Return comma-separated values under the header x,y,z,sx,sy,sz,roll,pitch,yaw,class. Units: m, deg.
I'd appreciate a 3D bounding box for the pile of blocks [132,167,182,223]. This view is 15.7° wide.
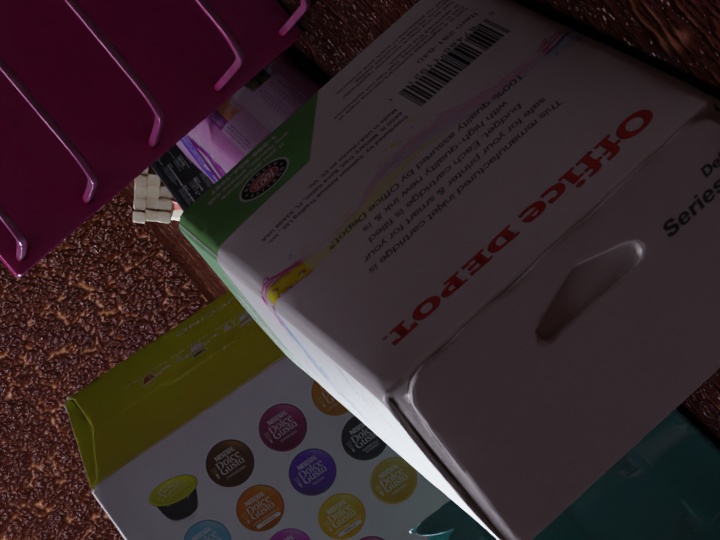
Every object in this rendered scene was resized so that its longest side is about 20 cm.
x,y,z,sx,sy,sz,roll,pitch,yaw,class
-0.165,-0.084,2.386,0.062,0.083,0.200,6,-177,1,pile of blocks

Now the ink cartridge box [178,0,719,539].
x,y,z,sx,sy,sz,roll,pitch,yaw,class
0.043,-0.010,0.913,0.084,0.145,0.200,52,173,-29,ink cartridge box

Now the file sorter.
x,y,z,sx,sy,sz,roll,pitch,yaw,class
-0.141,-0.118,1.321,0.139,0.200,0.125,49,171,-3,file sorter

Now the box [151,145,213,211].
x,y,z,sx,sy,sz,roll,pitch,yaw,class
-0.094,-0.043,1.932,0.200,0.049,0.160,54,-178,22,box

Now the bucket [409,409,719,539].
x,y,z,sx,sy,sz,roll,pitch,yaw,class
0.139,0.162,1.304,0.207,0.135,0.207,50,174,7,bucket

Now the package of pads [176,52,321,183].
x,y,z,sx,sy,sz,roll,pitch,yaw,class
-0.054,-0.078,1.509,0.200,0.076,0.121,43,174,46,package of pads

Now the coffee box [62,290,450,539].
x,y,z,sx,sy,sz,roll,pitch,yaw,class
-0.052,0.131,1.687,0.198,0.199,0.200,57,178,-17,coffee box
